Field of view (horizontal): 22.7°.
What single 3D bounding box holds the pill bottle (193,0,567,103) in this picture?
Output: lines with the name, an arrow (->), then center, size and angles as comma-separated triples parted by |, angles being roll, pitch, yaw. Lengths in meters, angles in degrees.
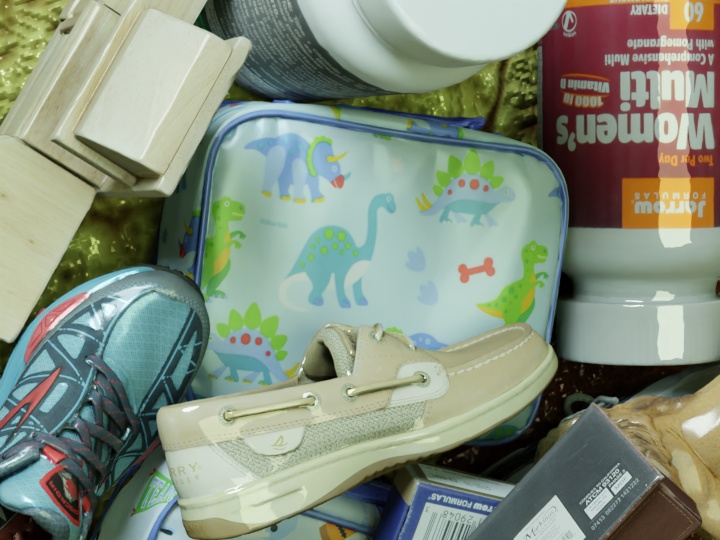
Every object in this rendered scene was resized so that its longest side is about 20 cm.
pill bottle -> 0.005, -0.134, 0.801 | 0.112, 0.200, 0.114 | -2, 94, -25

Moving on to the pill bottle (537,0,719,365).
pill bottle -> 0.145, -0.056, 0.920 | 0.109, 0.109, 0.202 | -2, 93, -25

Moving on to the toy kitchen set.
toy kitchen set -> -0.164, -0.097, 0.744 | 0.180, 0.163, 0.201 | 33, 79, -23

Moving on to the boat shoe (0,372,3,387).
boat shoe -> -0.227, 0.066, 0.774 | 0.199, 0.076, 0.072 | 15, 88, -23

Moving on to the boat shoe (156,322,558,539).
boat shoe -> 0.003, 0.053, 0.786 | 0.199, 0.072, 0.065 | -21, 94, -30

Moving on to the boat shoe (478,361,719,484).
boat shoe -> 0.135, 0.100, 0.947 | 0.199, 0.068, 0.074 | -30, 109, -14

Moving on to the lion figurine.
lion figurine -> 0.186, 0.076, 0.877 | 0.200, 0.072, 0.123 | -40, 103, -3

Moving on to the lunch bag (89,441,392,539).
lunch bag -> -0.034, 0.161, 0.848 | 0.199, 0.076, 0.161 | 20, 103, -26

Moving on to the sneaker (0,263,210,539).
sneaker -> -0.125, 0.086, 0.742 | 0.079, 0.095, 0.200 | 45, 78, -26

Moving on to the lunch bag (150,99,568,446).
lunch bag -> 0.000, 0.000, 0.869 | 0.199, 0.082, 0.162 | 6, 93, -25

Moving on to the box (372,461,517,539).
box -> 0.043, 0.192, 0.824 | 0.120, 0.032, 0.201 | 15, 103, -20

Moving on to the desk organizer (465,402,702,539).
desk organizer -> 0.068, 0.164, 0.767 | 0.077, 0.072, 0.200 | 40, 95, -26
